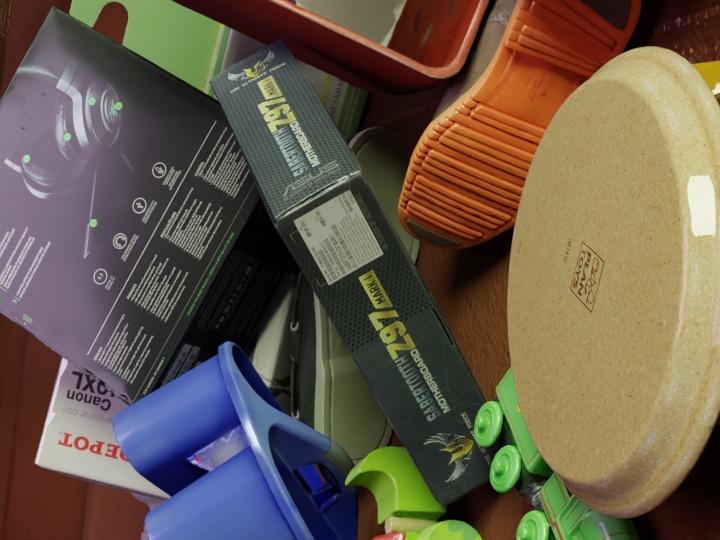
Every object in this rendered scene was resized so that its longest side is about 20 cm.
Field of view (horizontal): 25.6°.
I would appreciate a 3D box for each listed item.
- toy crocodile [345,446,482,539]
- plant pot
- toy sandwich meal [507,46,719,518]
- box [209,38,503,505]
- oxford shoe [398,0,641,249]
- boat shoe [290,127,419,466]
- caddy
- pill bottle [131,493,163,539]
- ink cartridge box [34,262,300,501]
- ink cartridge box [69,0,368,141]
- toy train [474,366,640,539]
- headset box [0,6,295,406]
[{"bbox_3d":[0.025,0.193,0.823,0.067,0.061,0.203,150,124,-64],"label":"toy crocodile"},{"bbox_3d":[-0.017,-0.207,0.854,0.176,0.198,0.202,130,164,-79],"label":"plant pot"},{"bbox_3d":[0.124,0.003,0.634,0.205,0.069,0.208,-176,90,-73],"label":"toy sandwich meal"},{"bbox_3d":[0.000,0.000,0.808,0.201,0.051,0.158,62,-179,-35],"label":"box"},{"bbox_3d":[0.079,-0.092,0.789,0.201,0.071,0.073,-56,16,38],"label":"oxford shoe"},{"bbox_3d":[-0.010,0.014,0.955,0.066,0.074,0.202,14,106,56],"label":"boat shoe"},{"bbox_3d":[-0.051,0.128,0.872,0.142,0.104,0.201,63,-179,36],"label":"caddy"},{"bbox_3d":[-0.108,0.109,1.119,0.112,0.111,0.203,157,117,-65],"label":"pill bottle"},{"bbox_3d":[-0.110,0.050,1.029,0.084,0.143,0.203,40,-118,-73],"label":"ink cartridge box"},{"bbox_3d":[-0.096,-0.126,1.043,0.048,0.197,0.147,-117,40,-60],"label":"ink cartridge box"},{"bbox_3d":[0.098,0.116,0.696,0.057,0.041,0.201,-57,31,28],"label":"toy train"},{"bbox_3d":[-0.146,-0.036,0.955,0.176,0.199,0.093,-61,-21,2],"label":"headset box"}]
